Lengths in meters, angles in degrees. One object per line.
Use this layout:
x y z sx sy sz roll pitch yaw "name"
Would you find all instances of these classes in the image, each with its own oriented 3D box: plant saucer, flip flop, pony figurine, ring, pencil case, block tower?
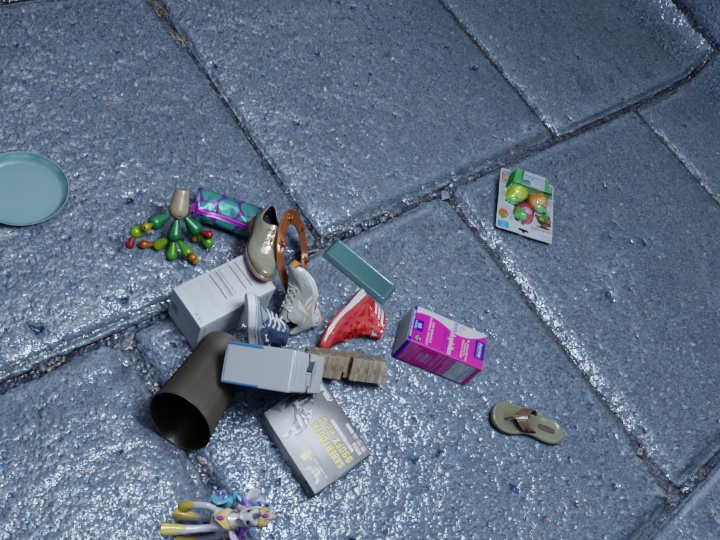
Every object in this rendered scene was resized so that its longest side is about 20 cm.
0.000 0.000 1.724 0.200 0.019 0.070 40 55 3 "plant saucer"
0.406 0.365 1.638 0.198 0.058 0.082 21 55 -9 "flip flop"
-0.247 0.475 1.254 0.198 0.194 0.168 -2 56 0 "pony figurine"
-0.153 -0.043 1.588 0.019 0.201 0.202 -1 55 15 "ring"
-0.306 -0.131 1.638 0.198 0.086 0.093 17 20 -10 "pencil case"
-0.038 0.214 1.537 0.198 0.058 0.055 10 98 -22 "block tower"
-0.761 -0.180 1.525 0.198 0.027 0.202 10 57 -16 "plant saucer"

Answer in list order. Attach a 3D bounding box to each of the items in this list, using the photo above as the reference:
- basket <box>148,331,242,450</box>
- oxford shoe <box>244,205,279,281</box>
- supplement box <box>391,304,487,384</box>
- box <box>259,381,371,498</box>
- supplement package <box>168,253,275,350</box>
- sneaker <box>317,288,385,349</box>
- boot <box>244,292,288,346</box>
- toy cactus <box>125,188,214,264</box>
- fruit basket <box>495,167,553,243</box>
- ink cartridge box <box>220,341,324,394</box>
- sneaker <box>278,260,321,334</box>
-0.316 0.231 1.379 0.135 0.181 0.201 22 45 6 "basket"
-0.215 -0.066 1.522 0.070 0.074 0.201 19 42 -33 "oxford shoe"
0.191 0.181 1.639 0.198 0.104 0.102 23 54 -9 "supplement box"
-0.096 0.354 1.452 0.158 0.048 0.201 -26 72 -32 "box"
-0.306 0.066 1.503 0.199 0.114 0.110 -29 73 -35 "supplement package"
-0.007 0.138 1.602 0.115 0.079 0.200 37 55 5 "sneaker"
-0.200 0.106 1.461 0.089 0.201 0.073 -7 60 -11 "boot"
-0.421 -0.102 1.541 0.198 0.102 0.167 9 101 -24 "toy cactus"
0.488 -0.194 1.989 0.183 0.094 0.202 17 59 -12 "fruit basket"
-0.172 0.200 1.381 0.145 0.200 0.087 6 82 14 "ink cartridge box"
-0.144 0.071 1.523 0.092 0.201 0.076 -29 45 -24 "sneaker"
